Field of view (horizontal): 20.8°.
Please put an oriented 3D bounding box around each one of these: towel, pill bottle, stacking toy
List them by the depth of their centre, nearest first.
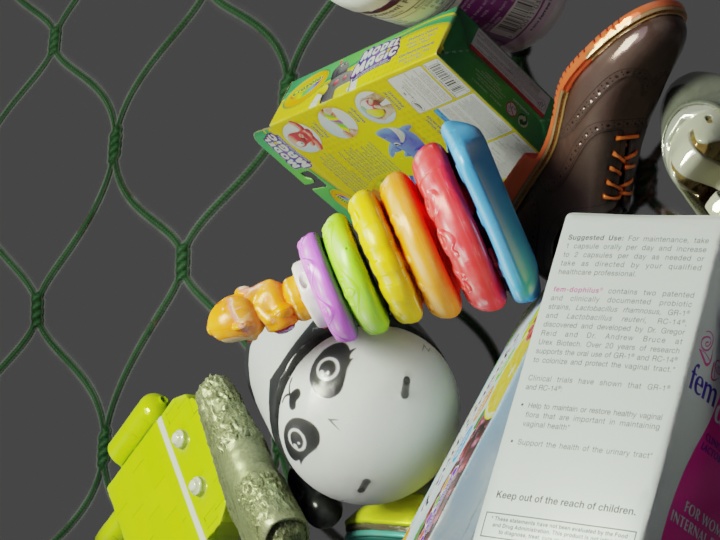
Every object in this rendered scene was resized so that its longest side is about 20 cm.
[{"bbox_3d":[0.000,0.000,1.177,0.116,0.199,0.110,-104,-10,-78],"label":"stacking toy"},{"bbox_3d":[0.036,-0.213,1.256,0.112,0.199,0.113,-16,69,48],"label":"pill bottle"},{"bbox_3d":[-0.065,0.172,1.343,0.201,0.036,0.149,80,165,-52],"label":"towel"}]

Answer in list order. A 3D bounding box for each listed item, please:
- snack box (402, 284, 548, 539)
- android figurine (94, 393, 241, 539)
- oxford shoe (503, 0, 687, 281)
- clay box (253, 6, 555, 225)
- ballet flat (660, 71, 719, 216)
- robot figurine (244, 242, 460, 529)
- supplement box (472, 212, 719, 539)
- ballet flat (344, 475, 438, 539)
[{"bbox_3d":[0.088,0.096,1.128,0.201,0.053,0.142,-60,-2,-20],"label":"snack box"},{"bbox_3d":[-0.143,0.179,1.521,0.200,0.041,0.183,-52,46,33],"label":"android figurine"},{"bbox_3d":[0.152,-0.075,1.187,0.073,0.071,0.201,60,140,33],"label":"oxford shoe"},{"bbox_3d":[0.029,-0.096,1.304,0.199,0.115,0.048,-16,41,48],"label":"clay box"},{"bbox_3d":[0.212,-0.049,1.110,0.068,0.063,0.201,-55,44,30],"label":"ballet flat"},{"bbox_3d":[-0.010,0.073,1.286,0.200,0.124,0.151,-128,14,-67],"label":"robot figurine"},{"bbox_3d":[0.143,0.081,1.000,0.103,0.101,0.201,1,66,40],"label":"supplement box"},{"bbox_3d":[0.073,0.160,1.247,0.199,0.067,0.067,2,62,49],"label":"ballet flat"}]
